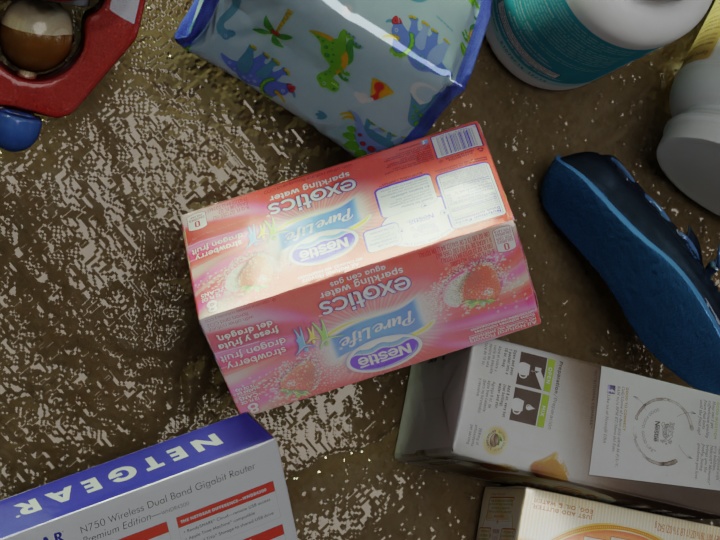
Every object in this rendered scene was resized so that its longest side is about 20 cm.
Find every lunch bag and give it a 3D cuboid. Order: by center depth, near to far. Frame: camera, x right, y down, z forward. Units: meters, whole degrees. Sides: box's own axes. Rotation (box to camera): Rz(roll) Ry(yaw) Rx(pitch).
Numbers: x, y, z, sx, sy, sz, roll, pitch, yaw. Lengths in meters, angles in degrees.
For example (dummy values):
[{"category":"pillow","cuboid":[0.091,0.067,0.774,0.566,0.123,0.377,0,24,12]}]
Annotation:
[{"category":"lunch bag","cuboid":[-0.006,-0.187,1.271,0.170,0.127,0.201,32,46,-13]}]

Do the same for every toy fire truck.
[{"category":"toy fire truck","cuboid":[-0.237,-0.165,1.209,0.199,0.112,0.169,13,103,-16]}]

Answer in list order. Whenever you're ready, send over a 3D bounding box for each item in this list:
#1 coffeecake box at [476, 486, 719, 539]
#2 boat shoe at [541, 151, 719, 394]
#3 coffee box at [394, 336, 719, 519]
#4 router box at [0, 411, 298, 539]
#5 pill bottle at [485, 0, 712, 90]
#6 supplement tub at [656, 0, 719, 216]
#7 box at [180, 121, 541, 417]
[{"category":"coffeecake box","cuboid":[0.147,0.256,1.292,0.153,0.073,0.201,13,80,-18]},{"category":"boat shoe","cuboid":[0.206,-0.010,1.314,0.068,0.084,0.201,-18,67,-36]},{"category":"coffee box","cuboid":[0.138,0.106,1.286,0.199,0.114,0.080,14,79,-16]},{"category":"router box","cuboid":[-0.131,0.204,1.183,0.199,0.049,0.181,-18,113,-20]},{"category":"pill bottle","cuboid":[0.162,-0.190,1.284,0.110,0.200,0.112,2,83,-18]},{"category":"supplement tub","cuboid":[0.302,-0.140,1.354,0.144,0.145,0.201,33,75,-12]},{"category":"box","cuboid":[0.000,0.000,1.209,0.199,0.103,0.095,-18,132,1]}]
